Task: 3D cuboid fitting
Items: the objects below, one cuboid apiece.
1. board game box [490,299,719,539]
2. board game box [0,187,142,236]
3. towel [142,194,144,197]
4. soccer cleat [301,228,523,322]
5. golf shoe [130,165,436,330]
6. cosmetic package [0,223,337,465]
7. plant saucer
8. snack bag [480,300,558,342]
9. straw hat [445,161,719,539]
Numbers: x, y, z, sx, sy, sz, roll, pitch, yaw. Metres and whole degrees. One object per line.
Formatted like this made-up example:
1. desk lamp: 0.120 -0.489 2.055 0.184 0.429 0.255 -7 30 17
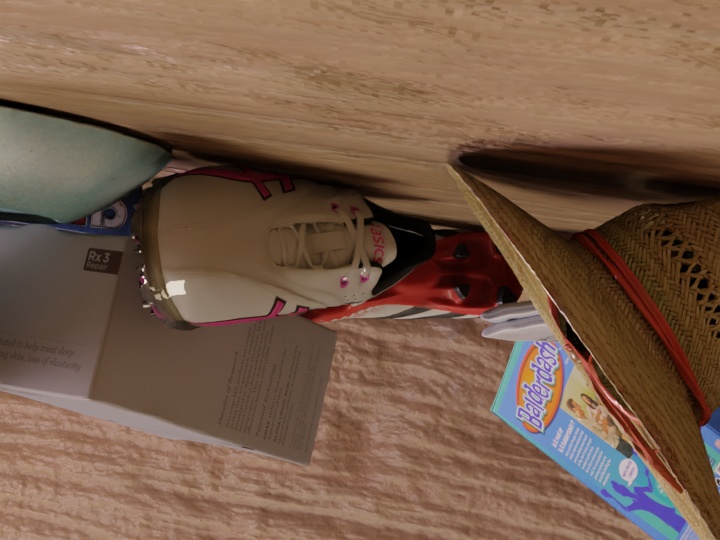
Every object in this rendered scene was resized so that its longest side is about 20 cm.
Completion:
1. board game box: 0.198 0.109 1.069 0.199 0.045 0.153 38 145 19
2. board game box: -0.228 -0.043 0.898 0.134 0.035 0.200 9 177 -25
3. towel: -0.098 -0.024 1.012 0.148 0.031 0.200 9 177 -16
4. soccer cleat: 0.000 0.000 0.864 0.198 0.069 0.085 3 171 -17
5. golf shoe: -0.033 -0.016 0.682 0.091 0.073 0.200 -10 179 24
6. cosmetic package: -0.110 0.040 0.753 0.112 0.082 0.200 6 169 32
7. plant saucer: -0.185 -0.047 0.658 0.199 0.039 0.201 7 178 0
8. snack bag: 0.193 0.023 0.870 0.198 0.022 0.188 -9 171 24
9. straw hat: 0.122 0.014 0.571 0.085 0.202 0.201 -34 174 3
